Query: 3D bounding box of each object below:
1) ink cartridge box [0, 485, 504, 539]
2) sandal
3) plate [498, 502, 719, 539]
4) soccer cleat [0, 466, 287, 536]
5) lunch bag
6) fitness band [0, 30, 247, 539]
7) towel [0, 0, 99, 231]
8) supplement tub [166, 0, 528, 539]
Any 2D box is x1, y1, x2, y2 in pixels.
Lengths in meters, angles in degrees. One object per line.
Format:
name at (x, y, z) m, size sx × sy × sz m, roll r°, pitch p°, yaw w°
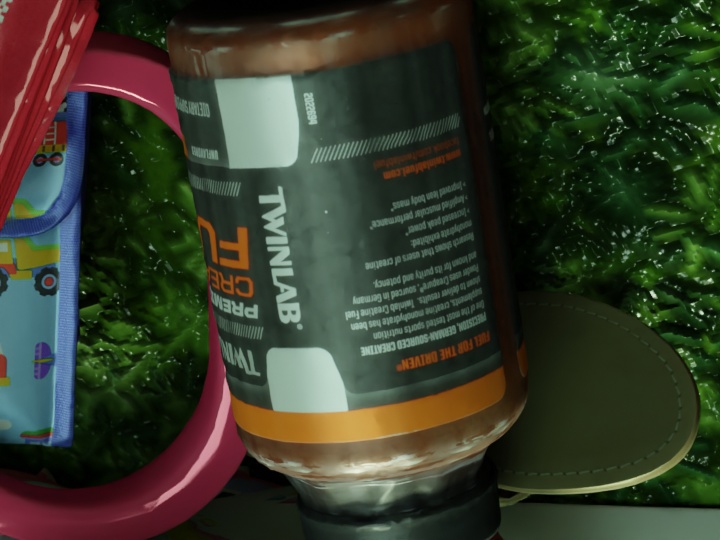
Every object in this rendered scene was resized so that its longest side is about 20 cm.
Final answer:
ink cartridge box at (-0.040, 0.151, 0.919) m, size 0.200 × 0.146 × 0.083 m, roll -9°, pitch 113°, yaw -14°
sandal at (0.045, 0.056, 0.942) m, size 0.211 × 0.078 × 0.070 m, roll 0°, pitch 157°, yaw 31°
plate at (0.149, 0.181, 1.003) m, size 0.200 × 0.032 × 0.200 m, roll 0°, pitch 126°, yaw 23°
soccer cleat at (-0.098, 0.124, 1.032) m, size 0.200 × 0.077 × 0.067 m, roll 4°, pitch 127°, yaw 20°
lunch bag at (-0.177, -0.043, 0.919) m, size 0.150 × 0.094 × 0.200 m, roll 3°, pitch 119°, yaw -6°
fitness band at (-0.106, 0.010, 0.895) m, size 0.143 × 0.037 × 0.200 m, roll -6°, pitch 113°, yaw -13°
towel at (-0.199, -0.076, 0.834) m, size 0.200 × 0.022 × 0.145 m, roll 27°, pitch 106°, yaw 8°
supplement tub at (0.000, 0.000, 0.842) m, size 0.107 × 0.107 × 0.200 m, roll -3°, pitch 106°, yaw 25°
